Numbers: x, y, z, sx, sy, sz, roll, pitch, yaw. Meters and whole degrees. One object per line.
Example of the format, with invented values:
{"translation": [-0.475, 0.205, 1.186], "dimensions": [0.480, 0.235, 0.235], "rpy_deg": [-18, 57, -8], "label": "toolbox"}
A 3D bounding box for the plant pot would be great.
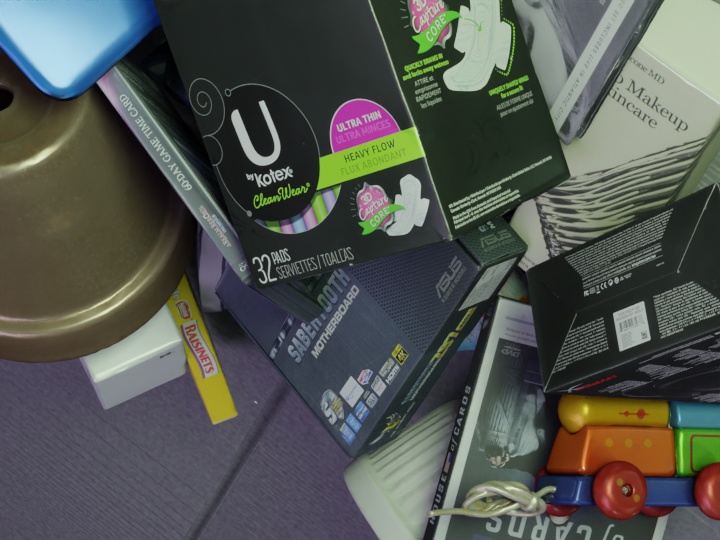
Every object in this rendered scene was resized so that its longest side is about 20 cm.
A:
{"translation": [-0.212, -0.064, 1.090], "dimensions": [0.200, 0.200, 0.175], "rpy_deg": [28, 157, 15], "label": "plant pot"}

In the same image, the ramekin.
{"translation": [0.091, 0.183, 1.180], "dimensions": [0.200, 0.105, 0.200], "rpy_deg": [50, -178, -3], "label": "ramekin"}

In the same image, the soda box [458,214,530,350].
{"translation": [0.037, 0.012, 1.156], "dimensions": [0.200, 0.064, 0.069], "rpy_deg": [-4, 123, 42], "label": "soda box"}

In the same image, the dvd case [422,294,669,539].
{"translation": [0.127, 0.130, 1.074], "dimensions": [0.150, 0.201, 0.025], "rpy_deg": [15, -179, -12], "label": "dvd case"}

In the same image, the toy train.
{"translation": [0.133, 0.089, 1.008], "dimensions": [0.085, 0.199, 0.116], "rpy_deg": [165, 108, -65], "label": "toy train"}

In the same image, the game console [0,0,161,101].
{"translation": [-0.182, -0.222, 1.002], "dimensions": [0.118, 0.171, 0.200], "rpy_deg": [-38, 100, 17], "label": "game console"}

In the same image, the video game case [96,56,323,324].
{"translation": [-0.101, -0.059, 1.042], "dimensions": [0.200, 0.019, 0.143], "rpy_deg": [54, -176, 16], "label": "video game case"}

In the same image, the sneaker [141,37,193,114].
{"translation": [-0.080, -0.120, 1.075], "dimensions": [0.082, 0.074, 0.200], "rpy_deg": [49, 178, -18], "label": "sneaker"}

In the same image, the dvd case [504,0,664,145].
{"translation": [0.081, -0.186, 0.913], "dimensions": [0.200, 0.016, 0.149], "rpy_deg": [52, 145, 20], "label": "dvd case"}

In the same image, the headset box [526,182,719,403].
{"translation": [0.217, 0.020, 0.938], "dimensions": [0.149, 0.200, 0.077], "rpy_deg": [-27, 64, 50], "label": "headset box"}

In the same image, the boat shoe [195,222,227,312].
{"translation": [-0.082, -0.025, 1.213], "dimensions": [0.070, 0.071, 0.200], "rpy_deg": [-1, 154, -8], "label": "boat shoe"}

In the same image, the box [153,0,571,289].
{"translation": [-0.004, -0.112, 0.924], "dimensions": [0.148, 0.124, 0.201], "rpy_deg": [-14, 98, 41], "label": "box"}

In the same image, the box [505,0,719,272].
{"translation": [0.155, -0.066, 0.977], "dimensions": [0.082, 0.068, 0.200], "rpy_deg": [38, 142, 14], "label": "box"}

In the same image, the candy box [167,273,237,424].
{"translation": [-0.140, 0.008, 1.270], "dimensions": [0.102, 0.026, 0.200], "rpy_deg": [-126, 16, -62], "label": "candy box"}

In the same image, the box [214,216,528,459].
{"translation": [0.000, 0.000, 1.087], "dimensions": [0.158, 0.051, 0.200], "rpy_deg": [50, 133, 20], "label": "box"}

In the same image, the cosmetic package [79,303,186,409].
{"translation": [-0.199, -0.010, 1.238], "dimensions": [0.200, 0.071, 0.101], "rpy_deg": [63, 169, 13], "label": "cosmetic package"}
